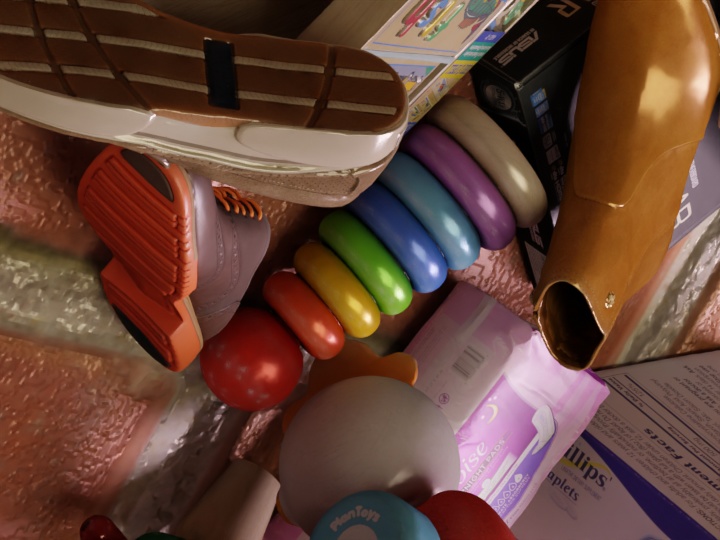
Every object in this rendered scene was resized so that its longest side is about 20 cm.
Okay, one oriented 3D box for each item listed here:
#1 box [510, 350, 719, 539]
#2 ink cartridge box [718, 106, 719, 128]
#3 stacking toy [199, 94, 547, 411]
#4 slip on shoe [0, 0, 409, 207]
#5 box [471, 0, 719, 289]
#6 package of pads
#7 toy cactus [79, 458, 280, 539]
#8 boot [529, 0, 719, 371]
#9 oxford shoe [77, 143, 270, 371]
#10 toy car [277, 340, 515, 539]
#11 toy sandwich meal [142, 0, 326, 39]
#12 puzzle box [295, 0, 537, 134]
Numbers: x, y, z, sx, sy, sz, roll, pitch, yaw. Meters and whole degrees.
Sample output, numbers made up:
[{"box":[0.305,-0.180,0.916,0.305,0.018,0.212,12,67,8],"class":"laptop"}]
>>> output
[{"box":[0.218,0.151,1.361,0.200,0.184,0.105,-6,124,-41],"class":"box"},{"box":[0.258,-0.120,1.223,0.200,0.057,0.163,33,58,-53],"class":"ink cartridge box"},{"box":[0.000,0.000,1.121,0.200,0.085,0.085,-41,140,-7],"class":"stacking toy"},{"box":[-0.082,-0.070,0.879,0.200,0.076,0.061,8,141,-16],"class":"slip on shoe"},{"box":[0.152,-0.089,1.224,0.160,0.044,0.200,-37,138,-17],"class":"box"},{"box":[0.045,0.112,1.248,0.200,0.076,0.120,-52,142,1],"class":"package of pads"},{"box":[-0.103,0.177,1.162,0.165,0.102,0.200,-58,142,-23],"class":"toy cactus"},{"box":[0.134,-0.049,1.112,0.201,0.071,0.144,82,30,-49],"class":"boot"},{"box":[-0.082,-0.023,1.001,0.073,0.071,0.200,-41,167,-19],"class":"oxford shoe"},{"box":[-0.006,0.133,1.123,0.177,0.200,0.184,-28,142,19],"class":"toy car"},{"box":[-0.086,-0.152,0.925,0.205,0.070,0.205,-25,134,-29],"class":"toy sandwich meal"},{"box":[0.020,-0.107,1.006,0.133,0.025,0.200,-44,170,17],"class":"puzzle box"}]
